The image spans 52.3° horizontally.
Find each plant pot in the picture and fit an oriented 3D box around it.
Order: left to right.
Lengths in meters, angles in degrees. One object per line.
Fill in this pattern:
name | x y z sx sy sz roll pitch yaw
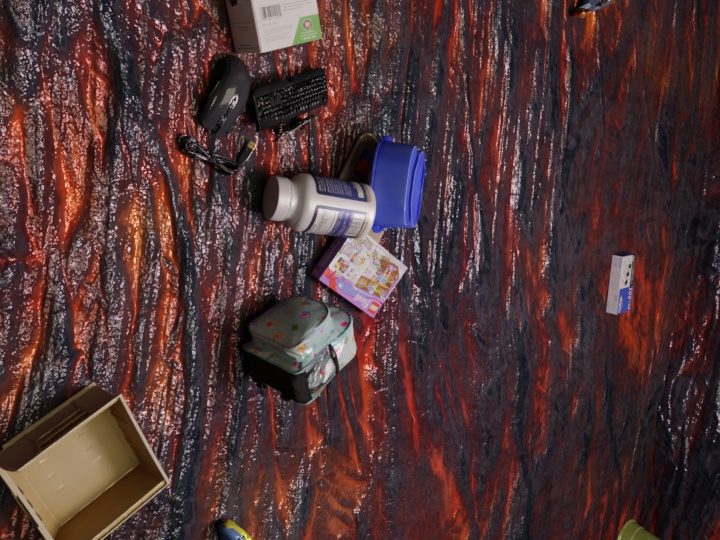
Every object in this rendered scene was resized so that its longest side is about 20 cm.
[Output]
plant pot | 1.147 1.130 2.933 0.200 0.190 0.201 -13 109 -42

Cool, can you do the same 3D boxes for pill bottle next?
pill bottle | -0.080 -0.126 1.405 0.199 0.111 0.112 7 96 -29

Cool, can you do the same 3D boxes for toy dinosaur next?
toy dinosaur | 0.659 -0.737 2.034 0.181 0.105 0.200 -43 143 -3

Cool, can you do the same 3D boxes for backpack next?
backpack | -0.108 0.136 1.418 0.200 0.175 0.154 -32 125 -40

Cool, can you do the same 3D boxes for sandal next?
sandal | -0.247 0.588 1.467 0.087 0.079 0.201 -31 119 -32

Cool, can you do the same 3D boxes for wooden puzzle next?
wooden puzzle | 0.024 -0.162 1.564 0.185 0.046 0.200 42 70 -43

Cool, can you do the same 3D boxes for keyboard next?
keyboard | -0.118 -0.308 1.370 0.200 0.040 0.104 -34 130 -42

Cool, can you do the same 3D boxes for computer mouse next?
computer mouse | -0.221 -0.266 1.290 0.140 0.046 0.201 34 76 -43

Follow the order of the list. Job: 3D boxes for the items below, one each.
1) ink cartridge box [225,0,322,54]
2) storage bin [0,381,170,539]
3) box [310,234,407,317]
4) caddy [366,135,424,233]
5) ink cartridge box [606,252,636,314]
ink cartridge box | -0.158 -0.490 1.267 0.146 0.084 0.201 -27 118 -38
storage bin | -0.447 0.322 1.180 0.198 0.094 0.201 -38 125 -33
box | 0.000 0.000 1.569 0.137 0.039 0.200 -55 134 -3
caddy | 0.063 -0.174 1.501 0.141 0.105 0.201 4 93 -71
ink cartridge box | 0.887 0.043 2.491 0.094 0.044 0.201 -10 107 -42
